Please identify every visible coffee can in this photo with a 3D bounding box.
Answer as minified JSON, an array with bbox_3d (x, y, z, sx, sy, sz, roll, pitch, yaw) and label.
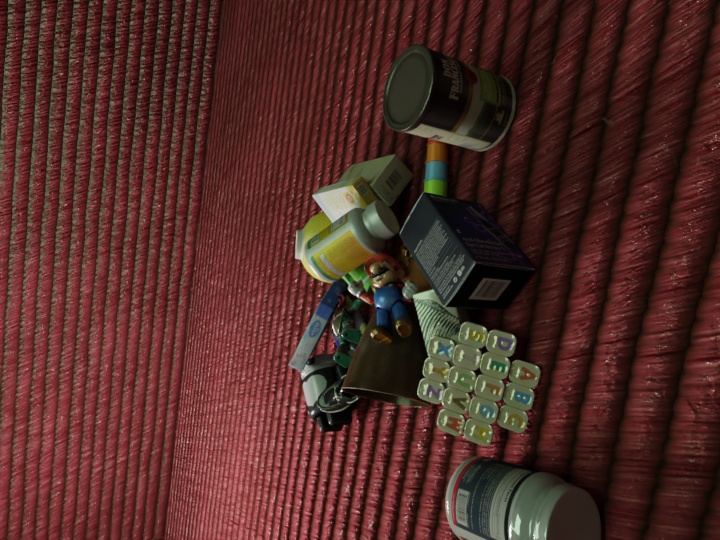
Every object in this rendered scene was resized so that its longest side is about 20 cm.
[{"bbox_3d":[0.162,-0.310,0.928,0.146,0.199,0.147,-10,79,57],"label":"coffee can"}]

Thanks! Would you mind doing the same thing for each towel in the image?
[{"bbox_3d":[-0.023,0.180,1.340,0.144,0.023,0.200,-63,38,34],"label":"towel"}]

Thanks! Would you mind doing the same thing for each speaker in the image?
[{"bbox_3d":[0.000,0.000,1.201,0.200,0.088,0.089,48,126,49],"label":"speaker"}]

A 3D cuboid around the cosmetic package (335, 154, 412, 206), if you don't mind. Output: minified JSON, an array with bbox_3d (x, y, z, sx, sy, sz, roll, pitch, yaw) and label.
[{"bbox_3d":[0.023,-0.210,1.227,0.104,0.073,0.200,-54,28,-18],"label":"cosmetic package"}]

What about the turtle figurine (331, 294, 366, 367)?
[{"bbox_3d":[-0.021,0.134,1.201,0.200,0.100,0.150,-75,-14,-67],"label":"turtle figurine"}]

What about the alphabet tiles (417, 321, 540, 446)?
[{"bbox_3d":[0.200,0.195,0.876,0.195,0.015,0.201,15,95,23],"label":"alphabet tiles"}]

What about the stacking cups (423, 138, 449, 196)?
[{"bbox_3d":[0.155,-0.205,1.062,0.060,0.060,0.201,-10,77,58],"label":"stacking cups"}]

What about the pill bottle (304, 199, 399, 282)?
[{"bbox_3d":[-0.018,-0.067,1.110,0.200,0.113,0.113,-33,56,26],"label":"pill bottle"}]

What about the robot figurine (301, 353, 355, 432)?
[{"bbox_3d":[-0.088,0.318,1.329,0.125,0.150,0.201,65,-174,-59],"label":"robot figurine"}]

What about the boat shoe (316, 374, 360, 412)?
[{"bbox_3d":[-0.027,0.285,1.208,0.199,0.060,0.074,-23,64,19],"label":"boat shoe"}]

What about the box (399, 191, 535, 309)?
[{"bbox_3d":[0.185,-0.036,0.909,0.105,0.147,0.200,-61,40,34],"label":"box"}]

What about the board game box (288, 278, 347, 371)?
[{"bbox_3d":[-0.106,0.136,1.335,0.199,0.043,0.200,-62,0,21],"label":"board game box"}]

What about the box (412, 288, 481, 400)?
[{"bbox_3d":[0.165,0.130,0.937,0.082,0.068,0.201,-18,82,24],"label":"box"}]

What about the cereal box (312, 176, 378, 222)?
[{"bbox_3d":[-0.020,-0.146,1.214,0.040,0.144,0.200,-46,24,-22],"label":"cereal box"}]

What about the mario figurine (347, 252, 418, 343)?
[{"bbox_3d":[0.042,0.039,1.013,0.106,0.123,0.201,102,165,-46],"label":"mario figurine"}]

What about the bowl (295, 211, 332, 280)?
[{"bbox_3d":[-0.124,-0.069,1.391,0.200,0.107,0.201,-176,90,-81],"label":"bowl"}]

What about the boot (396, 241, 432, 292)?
[{"bbox_3d":[0.134,-0.017,1.063,0.200,0.073,0.155,7,89,56],"label":"boot"}]

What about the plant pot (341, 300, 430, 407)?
[{"bbox_3d":[0.071,0.170,1.069,0.187,0.186,0.201,-19,54,56],"label":"plant pot"}]

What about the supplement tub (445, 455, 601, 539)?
[{"bbox_3d":[0.242,0.373,0.775,0.200,0.140,0.141,-12,76,57],"label":"supplement tub"}]

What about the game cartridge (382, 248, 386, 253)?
[{"bbox_3d":[0.012,-0.074,1.303,0.133,0.040,0.201,-42,53,53],"label":"game cartridge"}]
